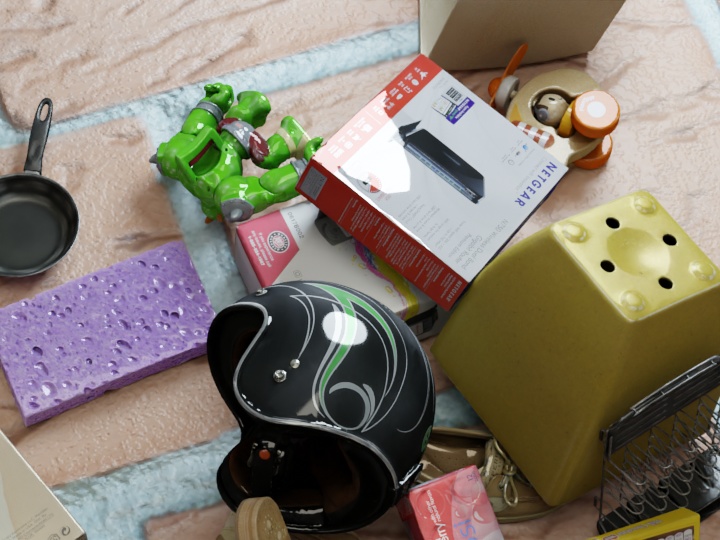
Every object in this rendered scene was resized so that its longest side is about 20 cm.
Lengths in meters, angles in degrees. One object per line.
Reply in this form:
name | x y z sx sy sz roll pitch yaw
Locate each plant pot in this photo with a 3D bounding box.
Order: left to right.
plant pot | 0.170 -0.320 1.831 0.177 0.200 0.200 7 62 -12
plant pot | 0.209 0.046 1.600 0.195 0.200 0.194 -22 59 -29

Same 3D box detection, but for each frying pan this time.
frying pan | -0.333 -0.072 1.756 0.115 0.031 0.190 -13 61 -10

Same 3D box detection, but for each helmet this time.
helmet | -0.037 0.103 1.535 0.200 0.200 0.191 8 45 1

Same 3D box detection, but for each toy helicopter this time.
toy helicopter | 0.147 -0.137 1.794 0.200 0.079 0.132 -30 68 -13

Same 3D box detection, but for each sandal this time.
sandal | -0.034 0.273 1.497 0.070 0.212 0.078 -8 30 24

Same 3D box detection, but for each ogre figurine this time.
ogre figurine | -0.118 -0.110 1.741 0.120 0.098 0.200 -37 65 -20

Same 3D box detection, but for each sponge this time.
sponge | -0.236 0.055 1.697 0.200 0.030 0.112 -22 66 -14

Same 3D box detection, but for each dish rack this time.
dish rack | 0.271 0.160 1.583 0.153 0.200 0.055 -31 57 -18

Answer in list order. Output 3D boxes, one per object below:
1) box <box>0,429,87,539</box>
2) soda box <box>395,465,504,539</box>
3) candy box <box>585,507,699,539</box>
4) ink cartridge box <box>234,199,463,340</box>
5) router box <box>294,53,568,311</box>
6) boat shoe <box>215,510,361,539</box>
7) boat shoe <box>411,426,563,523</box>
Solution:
box | -0.324 0.191 1.587 0.078 0.095 0.200 -36 72 -20
soda box | 0.098 0.271 1.560 0.070 0.063 0.200 -19 82 -12
candy box | 0.209 0.271 1.540 0.200 0.102 0.026 -11 18 -36
ink cartridge box | 0.000 0.000 1.709 0.200 0.086 0.148 -22 65 -12
router box | 0.068 -0.084 1.676 0.179 0.049 0.200 38 48 5
boat shoe | -0.025 0.249 1.587 0.200 0.071 0.065 22 64 9
boat shoe | 0.091 0.177 1.635 0.200 0.063 0.073 6 62 -1
